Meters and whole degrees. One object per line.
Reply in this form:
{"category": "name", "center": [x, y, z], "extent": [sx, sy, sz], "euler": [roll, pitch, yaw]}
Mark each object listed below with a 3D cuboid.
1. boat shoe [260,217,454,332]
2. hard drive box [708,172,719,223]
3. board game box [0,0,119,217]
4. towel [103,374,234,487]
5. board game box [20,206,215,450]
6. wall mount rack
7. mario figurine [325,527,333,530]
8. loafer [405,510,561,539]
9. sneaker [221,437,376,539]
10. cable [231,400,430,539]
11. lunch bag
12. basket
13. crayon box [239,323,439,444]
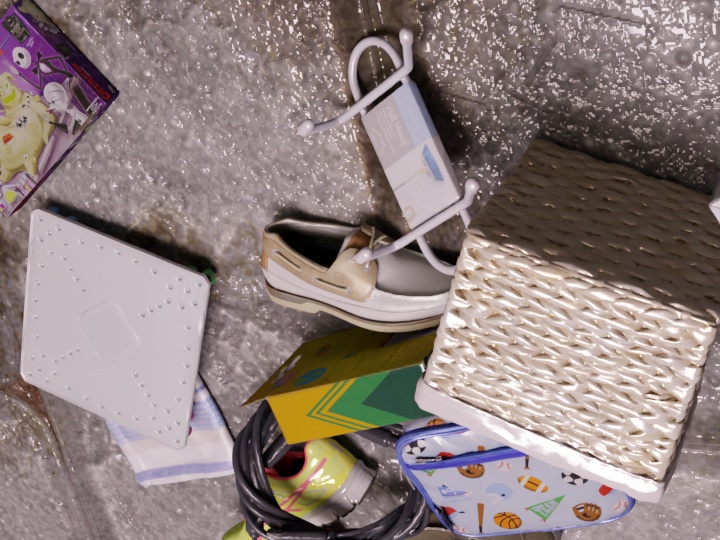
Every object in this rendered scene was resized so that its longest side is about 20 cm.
{"category": "boat shoe", "center": [0.000, 0.000, 1.113], "extent": [0.198, 0.075, 0.069], "euler": [5, 129, 25]}
{"category": "hard drive box", "center": [0.317, -0.091, 0.812], "extent": [0.155, 0.200, 0.077], "euler": [-27, 107, 37]}
{"category": "board game box", "center": [-0.319, -0.147, 1.209], "extent": [0.120, 0.032, 0.200], "euler": [48, 129, -4]}
{"category": "towel", "center": [-0.216, 0.136, 1.345], "extent": [0.146, 0.024, 0.202], "euler": [-11, 115, 31]}
{"category": "board game box", "center": [-0.241, 0.056, 1.280], "extent": [0.198, 0.026, 0.202], "euler": [21, 119, 16]}
{"category": "wall mount rack", "center": [0.034, -0.092, 0.985], "extent": [0.173, 0.074, 0.202], "euler": [-32, 80, 51]}
{"category": "mario figurine", "center": [-0.056, 0.362, 1.324], "extent": [0.105, 0.123, 0.202], "euler": [18, 94, 4]}
{"category": "loafer", "center": [0.092, 0.266, 1.244], "extent": [0.198, 0.070, 0.076], "euler": [-17, 112, 34]}
{"category": "sneaker", "center": [-0.078, 0.223, 1.303], "extent": [0.199, 0.078, 0.090], "euler": [-38, 100, 27]}
{"category": "cable", "center": [-0.018, 0.187, 1.221], "extent": [0.197, 0.051, 0.165], "euler": [-8, 83, -3]}
{"category": "lunch bag", "center": [0.130, 0.158, 1.129], "extent": [0.198, 0.076, 0.161], "euler": [-13, 130, 24]}
{"category": "basket", "center": [0.169, 0.027, 0.970], "extent": [0.198, 0.198, 0.162], "euler": [20, 123, 15]}
{"category": "crayon box", "center": [0.007, 0.089, 1.133], "extent": [0.198, 0.127, 0.051], "euler": [-15, 107, 34]}
